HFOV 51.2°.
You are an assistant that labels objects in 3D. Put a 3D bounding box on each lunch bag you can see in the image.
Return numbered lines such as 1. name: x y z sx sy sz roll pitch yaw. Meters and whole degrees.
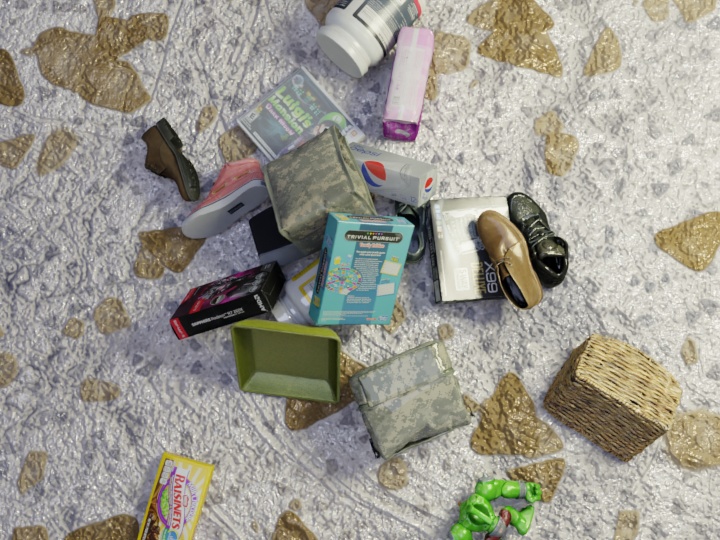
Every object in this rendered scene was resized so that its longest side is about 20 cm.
1. lunch bag: -0.081 -0.157 1.387 0.164 0.118 0.200 -28 56 13
2. lunch bag: 0.091 0.238 1.378 0.200 0.139 0.168 -22 80 0

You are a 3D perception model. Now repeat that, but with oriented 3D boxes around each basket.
1. basket: 0.468 0.228 1.398 0.200 0.149 0.143 31 51 7

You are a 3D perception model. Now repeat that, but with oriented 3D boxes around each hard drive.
1. hard drive: -0.118 -0.090 1.465 0.200 0.042 0.135 -23 55 3

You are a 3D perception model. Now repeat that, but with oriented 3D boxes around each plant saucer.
1. plant saucer: -0.132 0.161 1.401 0.200 0.200 0.048 7 45 4

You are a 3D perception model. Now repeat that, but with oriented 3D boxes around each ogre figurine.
1. ogre figurine: 0.237 0.454 1.359 0.120 0.098 0.200 34 96 -4

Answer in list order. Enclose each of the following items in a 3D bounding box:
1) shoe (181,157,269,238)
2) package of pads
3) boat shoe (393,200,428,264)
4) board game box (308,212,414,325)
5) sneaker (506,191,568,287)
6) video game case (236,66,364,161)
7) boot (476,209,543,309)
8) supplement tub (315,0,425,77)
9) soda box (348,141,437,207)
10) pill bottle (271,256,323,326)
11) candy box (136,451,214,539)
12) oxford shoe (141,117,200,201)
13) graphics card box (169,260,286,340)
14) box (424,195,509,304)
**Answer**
1. shoe: -0.275 -0.146 1.501 0.200 0.071 0.091 -30 53 13
2. package of pads: 0.094 -0.366 1.484 0.076 0.121 0.200 10 81 5
3. boat shoe: 0.101 -0.114 1.472 0.073 0.062 0.200 0 81 4
4. board game box: 0.000 0.000 1.350 0.151 0.047 0.200 2 113 -26
5. sneaker: 0.340 -0.069 1.428 0.076 0.114 0.200 -20 78 -2
6. video game case: -0.123 -0.289 1.533 0.182 0.023 0.200 -40 81 -4
7. boot: 0.269 -0.020 1.377 0.074 0.075 0.200 -30 84 31
8. supplement tub: 0.021 -0.501 1.499 0.140 0.140 0.200 40 85 8
9. soda box: 0.045 -0.186 1.439 0.200 0.064 0.068 21 39 29
10. pill bottle: -0.073 0.039 1.433 0.200 0.111 0.111 -36 81 -3
11. candy box: -0.354 0.456 1.426 0.102 0.026 0.200 15 82 2
12. oxford shoe: -0.383 -0.207 1.510 0.084 0.073 0.200 -32 65 1
13. graphics card box: -0.247 0.055 1.409 0.200 0.126 0.051 -16 113 16
14. box: 0.213 -0.039 1.445 0.157 0.050 0.200 -3 80 -11
